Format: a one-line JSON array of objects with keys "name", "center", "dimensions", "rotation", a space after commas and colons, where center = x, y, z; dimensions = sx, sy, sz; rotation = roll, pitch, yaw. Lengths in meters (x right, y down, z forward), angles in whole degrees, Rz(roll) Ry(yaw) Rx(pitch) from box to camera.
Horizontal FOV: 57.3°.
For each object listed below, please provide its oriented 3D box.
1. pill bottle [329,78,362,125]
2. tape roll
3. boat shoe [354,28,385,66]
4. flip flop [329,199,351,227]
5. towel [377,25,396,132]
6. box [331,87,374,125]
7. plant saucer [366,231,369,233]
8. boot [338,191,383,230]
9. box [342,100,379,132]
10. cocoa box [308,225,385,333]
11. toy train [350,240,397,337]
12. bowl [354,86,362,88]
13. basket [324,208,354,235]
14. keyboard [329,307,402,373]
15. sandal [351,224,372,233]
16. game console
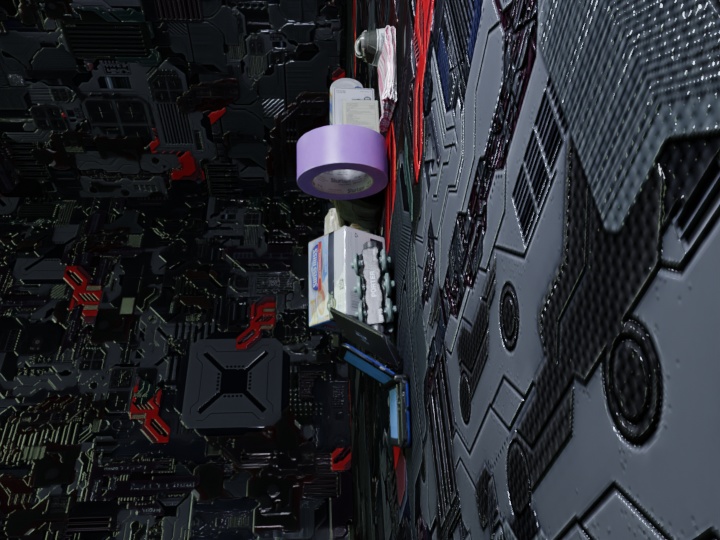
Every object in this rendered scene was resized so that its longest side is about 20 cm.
[{"name": "pill bottle", "center": [-0.047, -0.522, 2.186], "dimensions": [0.202, 0.109, 0.114], "rotation": [93, 175, -50]}, {"name": "tape roll", "center": [-0.039, -0.227, 1.408], "dimensions": [0.200, 0.195, 0.087], "rotation": [102, 166, -74]}, {"name": "boat shoe", "center": [0.019, -0.511, 1.495], "dimensions": [0.200, 0.062, 0.072], "rotation": [-119, 29, -82]}, {"name": "flip flop", "center": [-0.058, -0.202, 1.652], "dimensions": [0.081, 0.057, 0.204], "rotation": [-44, -45, -48]}, {"name": "towel", "center": [0.049, -0.379, 1.324], "dimensions": [0.200, 0.029, 0.150], "rotation": [122, 148, -84]}, {"name": "box", "center": [-0.019, -0.372, 1.709], "dimensions": [0.060, 0.114, 0.204], "rotation": [106, 162, -67]}, {"name": "plant saucer", "center": [0.029, 0.002, 1.705], "dimensions": [0.200, 0.027, 0.205], "rotation": [179, 90, -87]}, {"name": "boot", "center": [-0.042, -0.165, 1.572], "dimensions": [0.131, 0.197, 0.068], "rotation": [105, -169, -61]}, {"name": "box", "center": [0.001, -0.311, 1.598], "dimensions": [0.078, 0.093, 0.204], "rotation": [95, 175, -62]}, {"name": "cocoa box", "center": [-0.029, 0.026, 1.460], "dimensions": [0.130, 0.132, 0.204], "rotation": [-20, 65, 43]}, {"name": "toy train", "center": [0.032, 0.046, 1.321], "dimensions": [0.114, 0.083, 0.204], "rotation": [67, -164, -64]}, {"name": "bowl", "center": [0.002, -0.446, 1.975], "dimensions": [0.201, 0.038, 0.205], "rotation": [180, 90, -86]}, {"name": "basket", "center": [-0.033, -0.072, 1.889], "dimensions": [0.123, 0.132, 0.205], "rotation": [126, 143, -77]}, {"name": "keyboard", "center": [0.017, 0.139, 1.260], "dimensions": [0.199, 0.020, 0.129], "rotation": [23, 144, 55]}, {"name": "sandal", "center": [-0.024, -0.170, 1.771], "dimensions": [0.207, 0.058, 0.080], "rotation": [55, -156, -47]}, {"name": "game console", "center": [0.020, 0.227, 1.182], "dimensions": [0.200, 0.116, 0.175], "rotation": [103, 167, -76]}]
